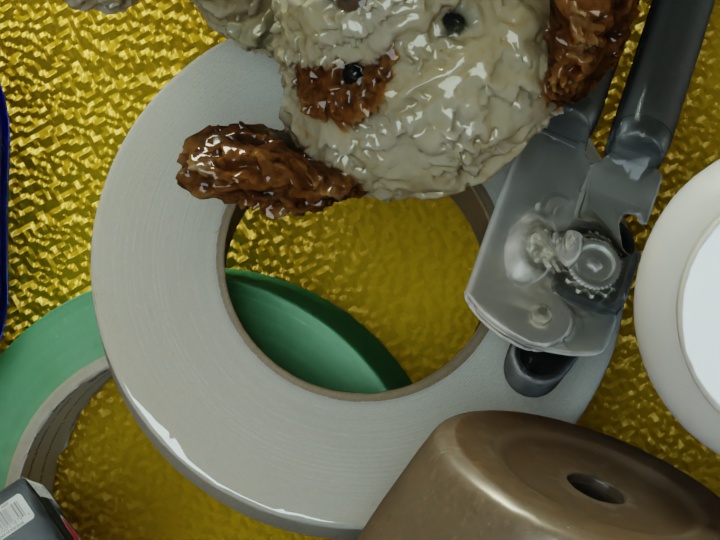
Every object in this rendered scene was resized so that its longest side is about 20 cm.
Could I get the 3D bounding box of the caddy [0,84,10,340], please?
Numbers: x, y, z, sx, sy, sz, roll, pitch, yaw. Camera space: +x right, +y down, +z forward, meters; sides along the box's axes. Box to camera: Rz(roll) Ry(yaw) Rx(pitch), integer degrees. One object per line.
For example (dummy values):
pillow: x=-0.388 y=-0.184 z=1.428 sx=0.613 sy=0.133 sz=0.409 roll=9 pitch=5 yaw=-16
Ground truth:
caddy: x=-0.211 y=-0.022 z=0.862 sx=0.141 sy=0.105 sz=0.200 roll=1 pitch=93 yaw=-10

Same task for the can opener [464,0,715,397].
can opener: x=0.086 y=-0.049 z=0.789 sx=0.053 sy=0.067 sz=0.200 roll=21 pitch=62 yaw=1

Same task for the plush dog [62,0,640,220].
plush dog: x=0.004 y=-0.104 z=0.759 sx=0.200 sy=0.160 sz=0.172 roll=-27 pitch=72 yaw=15

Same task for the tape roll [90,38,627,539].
tape roll: x=0.000 y=0.000 z=0.811 sx=0.202 sy=0.037 sz=0.203 roll=1 pitch=76 yaw=-3

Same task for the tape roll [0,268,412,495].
tape roll: x=-0.065 y=0.099 z=0.862 sx=0.200 sy=0.048 sz=0.201 roll=1 pitch=93 yaw=13

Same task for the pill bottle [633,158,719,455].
pill bottle: x=0.148 y=0.011 z=0.730 sx=0.112 sy=0.200 sz=0.112 roll=0 pitch=93 yaw=10

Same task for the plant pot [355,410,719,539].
plant pot: x=0.049 y=0.148 z=0.721 sx=0.200 sy=0.200 sz=0.175 roll=22 pitch=106 yaw=10

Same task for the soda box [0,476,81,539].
soda box: x=-0.187 y=0.159 z=0.804 sx=0.200 sy=0.071 sz=0.063 roll=-34 pitch=85 yaw=-7
